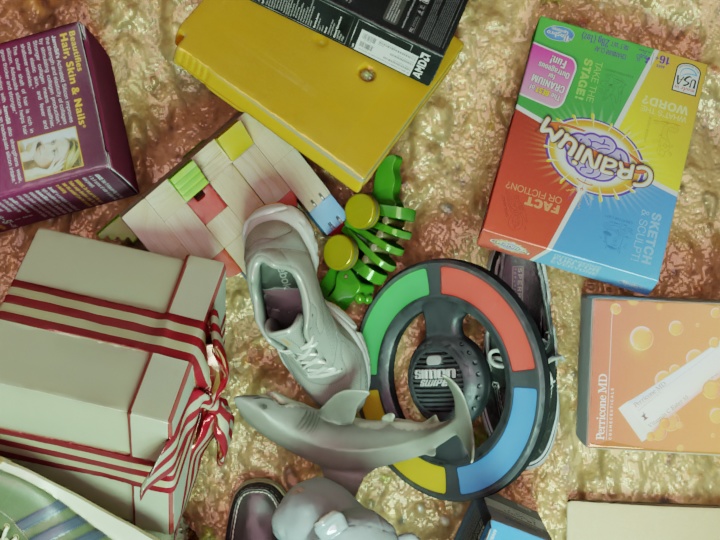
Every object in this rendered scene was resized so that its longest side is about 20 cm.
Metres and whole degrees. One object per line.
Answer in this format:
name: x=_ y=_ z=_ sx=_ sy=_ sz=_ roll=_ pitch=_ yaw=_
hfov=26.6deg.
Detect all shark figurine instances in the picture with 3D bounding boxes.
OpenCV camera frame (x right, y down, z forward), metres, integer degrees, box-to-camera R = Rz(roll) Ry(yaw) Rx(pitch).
shark figurine: x=0.010 y=0.152 z=1.245 sx=0.212 sy=0.128 sz=0.090 roll=-1 pitch=60 yaw=23

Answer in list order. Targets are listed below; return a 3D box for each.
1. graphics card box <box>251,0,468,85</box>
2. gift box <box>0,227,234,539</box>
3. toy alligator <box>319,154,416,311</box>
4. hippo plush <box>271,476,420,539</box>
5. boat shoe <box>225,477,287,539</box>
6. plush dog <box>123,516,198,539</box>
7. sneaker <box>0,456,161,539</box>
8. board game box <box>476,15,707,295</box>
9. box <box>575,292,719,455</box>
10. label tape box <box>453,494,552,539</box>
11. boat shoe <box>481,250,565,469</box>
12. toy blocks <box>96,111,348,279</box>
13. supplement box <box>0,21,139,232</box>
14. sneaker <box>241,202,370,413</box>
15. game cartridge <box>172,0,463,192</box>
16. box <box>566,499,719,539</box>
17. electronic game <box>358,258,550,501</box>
graphics card box: x=-0.004 y=-0.253 z=1.274 sx=0.198 sy=0.051 sz=0.126 roll=24 pitch=60 yaw=-2
gift box: x=-0.197 y=0.106 z=1.228 sx=0.184 sy=0.185 sz=0.202 roll=11 pitch=55 yaw=4
toy alligator: x=0.000 y=0.000 z=1.296 sx=0.054 sy=0.059 sz=0.202 roll=33 pitch=101 yaw=29
hippo plush: x=-0.047 y=0.248 z=1.172 sx=0.158 sy=0.200 sz=0.163 roll=12 pitch=106 yaw=-34
boat shoe: x=-0.084 y=0.283 z=1.306 sx=0.071 sy=0.066 sz=0.204 roll=0 pitch=91 yaw=3
plush dog: x=-0.226 y=0.244 z=1.286 sx=0.200 sy=0.161 sz=0.172 roll=43 pitch=67 yaw=0
sneaker: x=-0.243 y=0.217 z=1.171 sx=0.199 sy=0.067 sz=0.091 roll=30 pitch=62 yaw=-12
board game box: x=0.195 y=-0.097 z=1.273 sx=0.151 sy=0.040 sz=0.202 roll=16 pitch=73 yaw=2
box: x=0.284 y=0.087 z=1.273 sx=0.197 sy=0.097 sz=0.126 roll=2 pitch=91 yaw=3
label tape box: x=0.098 y=0.267 z=1.231 sx=0.063 sy=0.200 sz=0.146 roll=24 pitch=92 yaw=1
boat shoe: x=0.138 y=0.071 z=1.293 sx=0.072 sy=0.068 sz=0.202 roll=4 pitch=91 yaw=3
toy blocks: x=-0.105 y=-0.042 z=1.299 sx=0.200 sy=0.100 sz=0.137 roll=-40 pitch=102 yaw=-6
supplement box: x=-0.303 y=-0.110 z=1.285 sx=0.197 sy=0.103 sz=0.133 roll=-14 pitch=78 yaw=3
sneaker: x=-0.051 y=0.051 z=1.246 sx=0.075 sy=0.092 sz=0.202 roll=-17 pitch=117 yaw=16
game cartridge: x=-0.036 y=-0.185 z=1.277 sx=0.199 sy=0.033 sz=0.177 roll=35 pitch=60 yaw=4
box: x=0.255 y=0.302 z=1.314 sx=0.161 sy=0.021 sz=0.203 roll=2 pitch=91 yaw=2
electronic game: x=0.073 y=0.091 z=1.266 sx=0.198 sy=0.041 sz=0.203 roll=4 pitch=96 yaw=40
